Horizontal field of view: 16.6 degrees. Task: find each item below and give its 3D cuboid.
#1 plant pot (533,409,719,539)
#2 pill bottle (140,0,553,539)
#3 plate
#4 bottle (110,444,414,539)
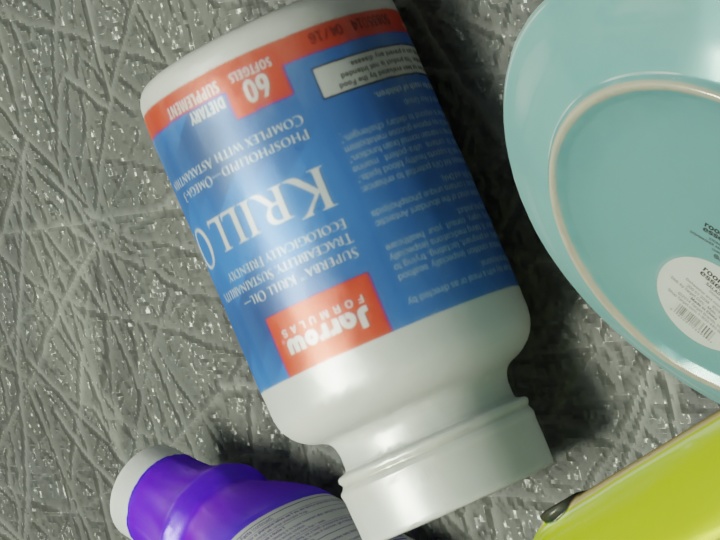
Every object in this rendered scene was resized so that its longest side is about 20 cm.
[{"bbox_3d":[0.176,0.103,0.723,0.199,0.200,0.182,-37,81,43],"label":"plant pot"},{"bbox_3d":[0.000,0.000,0.972,0.112,0.112,0.201,-30,82,51],"label":"pill bottle"},{"bbox_3d":[0.126,-0.013,0.834,0.200,0.026,0.201,27,143,23],"label":"plate"},{"bbox_3d":[-0.032,0.133,1.087,0.200,0.083,0.066,24,123,41],"label":"bottle"}]
